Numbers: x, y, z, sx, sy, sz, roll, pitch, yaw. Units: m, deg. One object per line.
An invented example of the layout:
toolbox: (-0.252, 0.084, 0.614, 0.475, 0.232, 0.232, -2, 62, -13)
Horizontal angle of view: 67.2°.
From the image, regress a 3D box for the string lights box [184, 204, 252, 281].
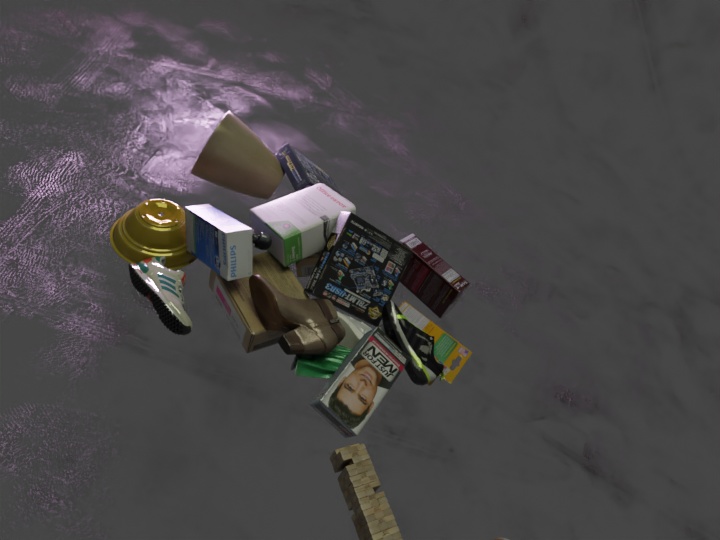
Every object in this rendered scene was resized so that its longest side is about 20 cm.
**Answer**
string lights box: (-0.297, -0.062, 1.124, 0.059, 0.103, 0.200, -13, 28, -37)

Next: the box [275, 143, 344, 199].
box: (-0.125, -0.236, 1.462, 0.200, 0.051, 0.158, 29, 27, -55)

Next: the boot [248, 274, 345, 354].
boot: (-0.122, 0.083, 1.095, 0.146, 0.070, 0.200, -16, 73, -44)

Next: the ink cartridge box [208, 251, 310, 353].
ink cartridge box: (-0.210, 0.061, 1.169, 0.165, 0.075, 0.200, -15, 56, -35)

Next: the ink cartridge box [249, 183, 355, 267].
ink cartridge box: (-0.129, -0.110, 1.242, 0.200, 0.084, 0.146, -25, 46, -29)

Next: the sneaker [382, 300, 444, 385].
sneaker: (0.116, 0.152, 1.173, 0.083, 0.072, 0.200, -22, 79, -17)

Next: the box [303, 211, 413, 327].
box: (0.000, 0.000, 1.219, 0.200, 0.199, 0.050, 29, -6, -32)

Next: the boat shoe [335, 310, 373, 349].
boat shoe: (0.000, 0.146, 1.196, 0.200, 0.072, 0.069, 31, 28, 7)

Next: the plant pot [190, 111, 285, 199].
plant pot: (-0.303, -0.277, 1.410, 0.200, 0.187, 0.187, 32, 39, -17)

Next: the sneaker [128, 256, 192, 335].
sneaker: (-0.384, 0.041, 1.104, 0.093, 0.070, 0.200, -30, 63, -37)

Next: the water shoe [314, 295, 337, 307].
water shoe: (-0.008, 0.046, 1.283, 0.200, 0.079, 0.072, -2, 49, -28)

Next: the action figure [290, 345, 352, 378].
action figure: (-0.043, 0.198, 1.129, 0.200, 0.055, 0.118, 16, 41, -16)

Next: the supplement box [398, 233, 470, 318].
supplement box: (0.168, 0.013, 1.384, 0.200, 0.109, 0.061, 44, 44, 18)

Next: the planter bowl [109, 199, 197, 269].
planter bowl: (-0.447, -0.099, 1.207, 0.200, 0.084, 0.201, 14, 43, -14)

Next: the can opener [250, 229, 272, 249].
can opener: (-0.244, -0.052, 1.195, 0.066, 0.200, 0.053, 22, 81, -17)

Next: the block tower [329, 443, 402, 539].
block tower: (0.009, 0.403, 0.947, 0.058, 0.054, 0.200, -6, 50, -30)

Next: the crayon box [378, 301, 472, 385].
crayon box: (0.142, 0.175, 1.249, 0.200, 0.052, 0.126, 37, 43, 13)

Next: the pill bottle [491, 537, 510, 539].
pill bottle: (0.176, 0.517, 0.871, 0.200, 0.112, 0.112, -5, 50, -30)

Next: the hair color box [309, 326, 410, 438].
hair color box: (0.003, 0.219, 1.073, 0.099, 0.061, 0.200, 44, 57, -5)

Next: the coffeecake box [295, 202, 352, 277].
coffeecake box: (-0.085, -0.079, 1.330, 0.153, 0.073, 0.200, -5, 41, -4)
